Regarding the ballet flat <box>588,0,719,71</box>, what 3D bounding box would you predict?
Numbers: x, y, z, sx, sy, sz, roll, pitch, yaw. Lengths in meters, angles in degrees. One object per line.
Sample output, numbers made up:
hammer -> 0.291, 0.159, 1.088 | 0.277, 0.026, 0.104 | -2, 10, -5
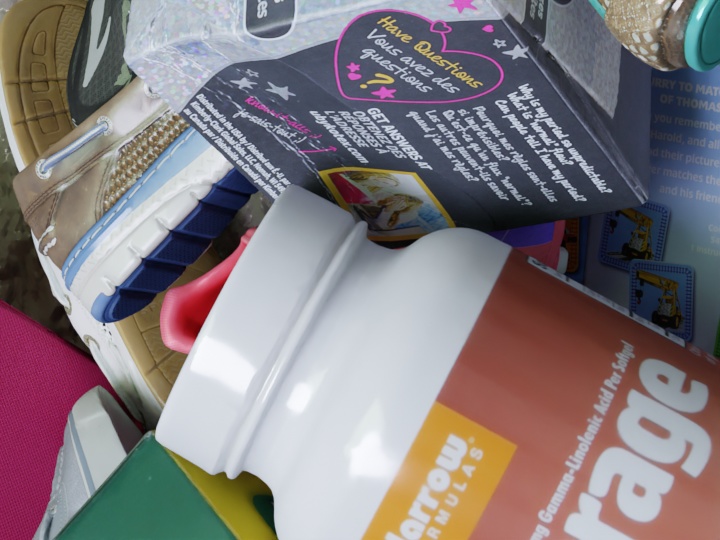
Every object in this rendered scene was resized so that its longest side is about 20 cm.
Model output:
ballet flat -> 0.127, -0.139, 0.631 | 0.065, 0.200, 0.071 | 38, 161, 24

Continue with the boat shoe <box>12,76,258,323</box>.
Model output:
boat shoe -> -0.044, -0.075, 0.810 | 0.200, 0.072, 0.072 | -44, 80, 4

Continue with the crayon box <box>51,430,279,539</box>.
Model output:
crayon box -> 0.019, 0.138, 0.733 | 0.058, 0.200, 0.173 | -48, 62, 13

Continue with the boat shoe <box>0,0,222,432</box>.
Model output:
boat shoe -> -0.100, -0.013, 0.913 | 0.201, 0.070, 0.069 | 67, 151, 19

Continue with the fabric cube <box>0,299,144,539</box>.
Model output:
fabric cube -> -0.235, 0.098, 0.905 | 0.195, 0.199, 0.201 | -13, 54, 46

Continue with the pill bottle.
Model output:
pill bottle -> 0.047, 0.059, 0.662 | 0.199, 0.112, 0.113 | 28, 116, 2

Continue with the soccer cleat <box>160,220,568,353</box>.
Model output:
soccer cleat -> 0.000, 0.000, 0.786 | 0.200, 0.076, 0.067 | -27, 68, 60

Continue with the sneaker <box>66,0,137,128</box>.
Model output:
sneaker -> -0.077, -0.141, 0.857 | 0.076, 0.083, 0.202 | 26, 103, 39

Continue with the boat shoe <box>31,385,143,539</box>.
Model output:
boat shoe -> -0.094, 0.108, 0.814 | 0.071, 0.070, 0.201 | -34, 26, 3

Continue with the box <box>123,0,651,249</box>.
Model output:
box -> 0.017, -0.127, 0.693 | 0.114, 0.132, 0.202 | -10, 60, 25

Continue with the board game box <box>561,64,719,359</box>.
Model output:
board game box -> 0.110, -0.023, 0.745 | 0.150, 0.036, 0.202 | 13, 105, 40
